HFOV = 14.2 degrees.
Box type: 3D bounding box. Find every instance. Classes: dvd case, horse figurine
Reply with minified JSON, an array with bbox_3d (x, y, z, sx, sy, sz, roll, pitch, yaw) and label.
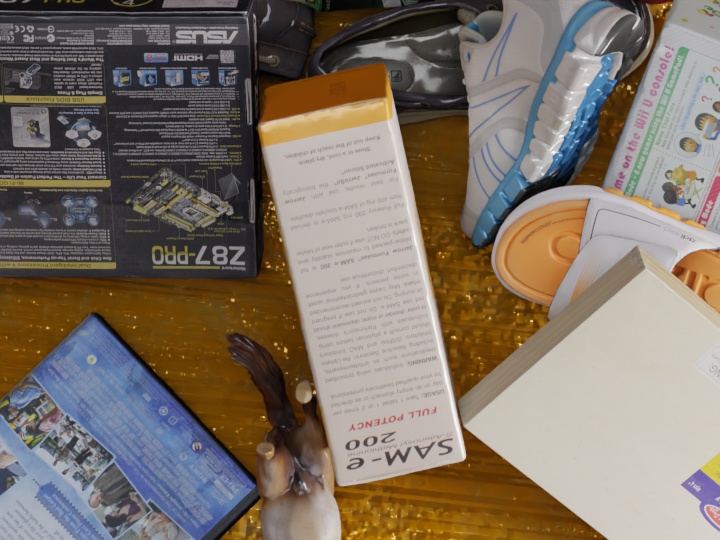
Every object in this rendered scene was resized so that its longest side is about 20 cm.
[{"bbox_3d":[-0.172,0.142,1.627,0.200,0.018,0.143,-44,85,-3],"label":"dvd case"},{"bbox_3d":[-0.036,0.135,1.573,0.050,0.133,0.200,-7,77,-1],"label":"horse figurine"}]

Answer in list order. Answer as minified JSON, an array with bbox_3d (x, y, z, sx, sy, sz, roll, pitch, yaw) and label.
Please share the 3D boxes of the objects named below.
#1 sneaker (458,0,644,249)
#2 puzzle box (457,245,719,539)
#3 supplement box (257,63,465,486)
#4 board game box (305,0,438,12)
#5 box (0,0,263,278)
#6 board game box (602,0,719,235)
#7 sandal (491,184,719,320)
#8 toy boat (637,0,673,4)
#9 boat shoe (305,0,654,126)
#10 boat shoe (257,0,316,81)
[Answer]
[{"bbox_3d":[0.085,-0.094,1.567,0.087,0.200,0.075,42,51,16],"label":"sneaker"},{"bbox_3d":[0.167,0.089,1.542,0.133,0.025,0.200,-42,118,18],"label":"puzzle box"},{"bbox_3d":[0.000,0.000,1.552,0.073,0.126,0.200,-12,102,2],"label":"supplement box"},{"bbox_3d":[0.026,-0.243,1.587,0.105,0.023,0.200,-6,114,-27],"label":"board game box"},{"bbox_3d":[-0.155,-0.075,1.597,0.200,0.049,0.161,0,113,3],"label":"box"},{"bbox_3d":[0.239,-0.048,1.563,0.200,0.064,0.148,22,122,4],"label":"board game box"},{"bbox_3d":[0.168,0.014,1.539,0.206,0.059,0.079,15,123,9],"label":"sandal"},{"bbox_3d":[0.141,-0.244,1.613,0.131,0.130,0.200,-17,82,31],"label":"toy boat"},{"bbox_3d":[0.066,-0.122,1.618,0.200,0.065,0.072,-8,84,2],"label":"boat shoe"},{"bbox_3d":[-0.122,-0.136,1.625,0.200,0.074,0.073,1,84,4],"label":"boat shoe"}]
